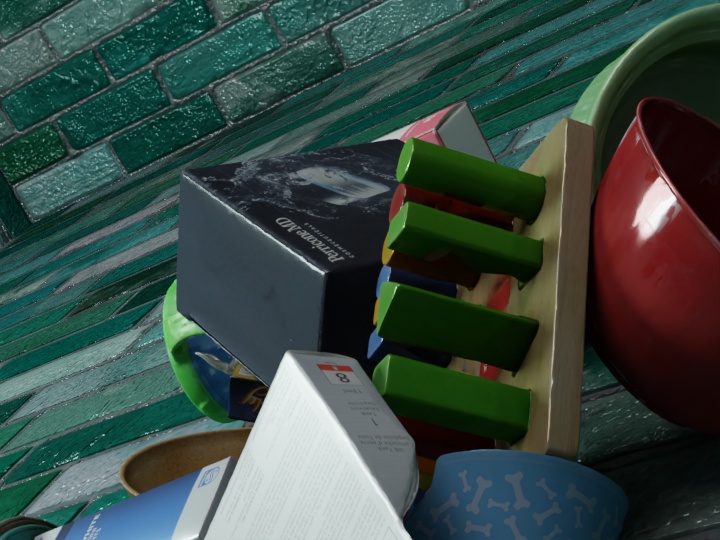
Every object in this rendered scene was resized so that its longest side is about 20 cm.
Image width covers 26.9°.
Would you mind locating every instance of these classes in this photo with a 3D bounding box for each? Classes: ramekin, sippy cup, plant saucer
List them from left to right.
[{"bbox_3d":[-0.082,0.049,1.306,0.129,0.141,0.178,-21,19,23],"label":"sippy cup"},{"bbox_3d":[-0.058,0.146,0.985,0.198,0.036,0.200,1,9,0],"label":"plant saucer"},{"bbox_3d":[0.223,-0.064,0.963,0.199,0.201,0.098,-31,7,-6],"label":"ramekin"}]

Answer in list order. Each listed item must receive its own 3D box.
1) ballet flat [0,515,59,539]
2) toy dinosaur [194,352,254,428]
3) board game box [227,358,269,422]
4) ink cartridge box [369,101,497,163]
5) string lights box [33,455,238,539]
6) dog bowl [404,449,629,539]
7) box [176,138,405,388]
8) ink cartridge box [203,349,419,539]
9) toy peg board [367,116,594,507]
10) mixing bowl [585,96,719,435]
[{"bbox_3d":[-0.216,0.203,1.015,0.063,0.068,0.200,2,-12,23],"label":"ballet flat"},{"bbox_3d":[-0.054,0.121,1.156,0.102,0.077,0.201,-26,40,6],"label":"toy dinosaur"},{"bbox_3d":[-0.011,0.060,1.122,0.134,0.035,0.200,8,23,7],"label":"board game box"},{"bbox_3d":[0.034,-0.046,1.381,0.199,0.147,0.083,-20,15,33],"label":"ink cartridge box"},{"bbox_3d":[-0.113,0.186,0.893,0.199,0.103,0.059,-27,30,40],"label":"string lights box"},{"bbox_3d":[0.043,0.145,0.773,0.199,0.111,0.050,-19,50,38],"label":"dog bowl"},{"bbox_3d":[0.000,0.000,1.072,0.198,0.119,0.196,-12,29,-33],"label":"box"},{"bbox_3d":[-0.008,0.157,0.698,0.050,0.163,0.200,8,27,-35],"label":"ink cartridge box"},{"bbox_3d":[0.040,0.036,0.840,0.199,0.097,0.202,128,155,-57],"label":"toy peg board"},{"bbox_3d":[0.189,0.014,0.816,0.108,0.200,0.200,-47,5,26],"label":"mixing bowl"}]
